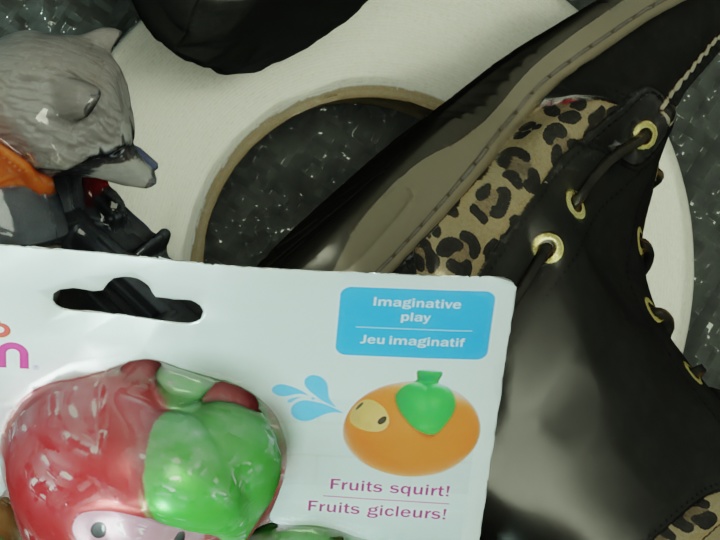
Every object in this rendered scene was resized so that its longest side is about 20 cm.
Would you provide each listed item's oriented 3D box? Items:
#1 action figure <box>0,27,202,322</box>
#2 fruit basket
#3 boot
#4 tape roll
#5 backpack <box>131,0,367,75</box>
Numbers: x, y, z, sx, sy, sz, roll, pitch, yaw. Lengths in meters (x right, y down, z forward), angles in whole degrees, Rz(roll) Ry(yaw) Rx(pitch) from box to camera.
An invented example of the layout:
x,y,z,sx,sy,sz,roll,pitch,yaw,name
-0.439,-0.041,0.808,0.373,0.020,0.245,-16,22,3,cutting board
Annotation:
x,y,z,sx,sy,sz,roll,pitch,yaw,name
-0.106,0.024,0.789,0.200,0.105,0.194,35,112,12,action figure
-0.062,0.074,0.711,0.185,0.200,0.094,4,48,-3,fruit basket
0.072,0.012,0.800,0.151,0.073,0.200,53,50,-4,boot
0.000,0.000,0.870,0.202,0.037,0.203,0,91,-10,tape roll
-0.039,-0.175,0.787,0.167,0.127,0.200,-34,78,8,backpack
